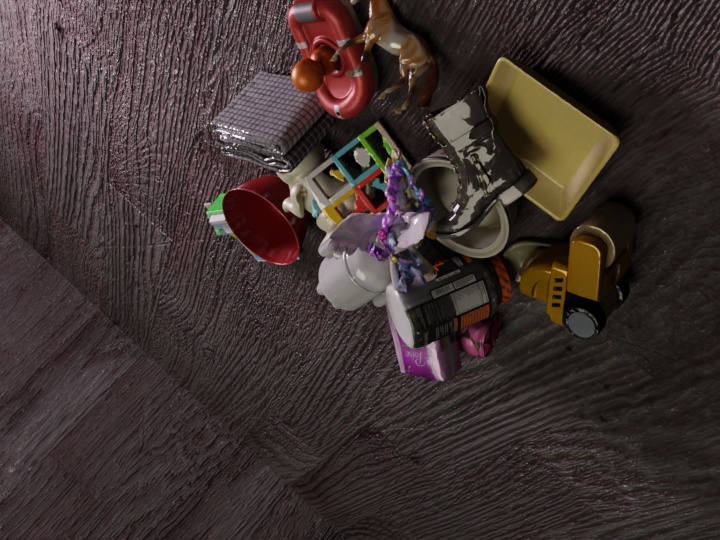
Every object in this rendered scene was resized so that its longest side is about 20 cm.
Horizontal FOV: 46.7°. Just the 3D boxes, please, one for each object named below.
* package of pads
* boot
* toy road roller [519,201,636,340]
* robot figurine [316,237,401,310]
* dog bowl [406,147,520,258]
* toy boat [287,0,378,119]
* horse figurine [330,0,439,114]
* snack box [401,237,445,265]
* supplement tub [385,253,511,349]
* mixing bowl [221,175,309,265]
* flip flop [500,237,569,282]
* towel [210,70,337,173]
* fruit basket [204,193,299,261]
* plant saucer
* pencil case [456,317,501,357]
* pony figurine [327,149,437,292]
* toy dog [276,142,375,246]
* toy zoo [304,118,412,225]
[{"bbox_3d":[0.114,0.101,1.571,0.119,0.075,0.204,5,115,45],"label":"package of pads"},{"bbox_3d":[0.148,-0.158,1.231,0.199,0.069,0.175,-34,99,32],"label":"boot"},{"bbox_3d":[0.319,-0.008,1.248,0.144,0.123,0.203,22,132,31],"label":"toy road roller"},{"bbox_3d":[0.000,0.000,1.510,0.169,0.114,0.199,38,141,-15],"label":"robot figurine"},{"bbox_3d":[0.174,-0.121,1.366,0.198,0.074,0.202,30,147,21],"label":"dog bowl"},{"bbox_3d":[-0.059,-0.328,1.325,0.129,0.131,0.202,10,137,44],"label":"toy boat"},{"bbox_3d":[0.047,-0.325,1.245,0.199,0.133,0.050,39,-167,6],"label":"horse figurine"},{"bbox_3d":[0.063,-0.024,1.641,0.142,0.053,0.199,45,149,-8],"label":"snack box"},{"bbox_3d":[0.152,0.044,1.437,0.122,0.197,0.125,158,90,-78],"label":"supplement tub"},{"bbox_3d":[-0.181,-0.122,1.751,0.198,0.109,0.202,26,144,20],"label":"mixing bowl"},{"bbox_3d":[0.304,-0.006,1.370,0.198,0.058,0.082,0,130,50],"label":"flip flop"},{"bbox_3d":[-0.151,-0.262,1.490,0.198,0.166,0.086,18,148,36],"label":"towel"},{"bbox_3d":[-0.254,-0.086,1.911,0.184,0.094,0.201,0,132,50],"label":"fruit basket"},{"bbox_3d":[0.257,-0.194,1.197,0.199,0.049,0.201,37,150,9],"label":"plant saucer"},{"bbox_3d":[0.181,0.107,1.638,0.198,0.093,0.093,18,100,37],"label":"pencil case"},{"bbox_3d":[0.058,-0.064,1.328,0.164,0.195,0.202,2,137,27],"label":"pony figurine"},{"bbox_3d":[-0.080,-0.166,1.555,0.200,0.140,0.194,44,146,1],"label":"toy dog"},{"bbox_3d":[-0.007,-0.154,1.471,0.199,0.021,0.132,-35,104,18],"label":"toy zoo"}]
